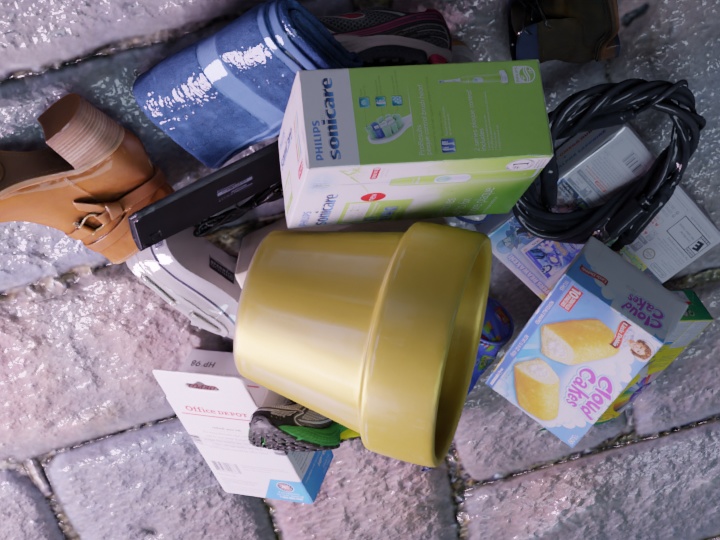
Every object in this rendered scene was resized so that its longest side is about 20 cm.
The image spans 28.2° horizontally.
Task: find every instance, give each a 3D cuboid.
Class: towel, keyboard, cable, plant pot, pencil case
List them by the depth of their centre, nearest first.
[{"bbox_3d":[-0.098,-0.156,1.208,0.199,0.049,0.111,-19,135,42],"label":"towel"},{"bbox_3d":[0.000,0.047,1.220,0.187,0.201,0.202,14,130,12],"label":"plant pot"},{"bbox_3d":[-0.117,-0.073,1.298,0.198,0.021,0.127,-27,163,-12],"label":"keyboard"},{"bbox_3d":[0.230,-0.108,1.336,0.162,0.051,0.201,23,123,-22],"label":"cable"},{"bbox_3d":[0.087,0.117,1.508,0.078,0.087,0.201,30,121,6],"label":"pencil case"}]

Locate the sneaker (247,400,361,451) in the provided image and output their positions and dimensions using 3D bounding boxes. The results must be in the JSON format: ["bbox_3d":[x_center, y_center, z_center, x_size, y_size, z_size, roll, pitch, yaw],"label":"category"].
[{"bbox_3d":[-0.045,0.129,1.400,0.077,0.086,0.199,-4,-177,31],"label":"sneaker"}]

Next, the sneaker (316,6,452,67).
[{"bbox_3d":[-0.019,-0.192,1.243,0.197,0.075,0.081,6,149,1],"label":"sneaker"}]

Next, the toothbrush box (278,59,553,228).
[{"bbox_3d":[0.040,-0.101,1.168,0.197,0.087,0.146,-3,164,-11],"label":"toothbrush box"}]

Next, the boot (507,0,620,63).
[{"bbox_3d":[0.169,-0.223,1.226,0.096,0.076,0.200,-13,161,8],"label":"boot"}]

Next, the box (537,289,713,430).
[{"bbox_3d":[0.273,0.101,1.534,0.116,0.049,0.201,1,137,-41],"label":"box"}]

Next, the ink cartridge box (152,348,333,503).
[{"bbox_3d":[-0.117,0.147,1.460,0.115,0.067,0.201,4,137,28],"label":"ink cartridge box"}]

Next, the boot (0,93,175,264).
[{"bbox_3d":[-0.272,-0.053,1.291,0.199,0.074,0.155,-31,133,15],"label":"boot"}]

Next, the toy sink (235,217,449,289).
[{"bbox_3d":[0.000,0.000,1.355,0.198,0.112,0.131,-24,110,10],"label":"toy sink"}]

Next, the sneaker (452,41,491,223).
[{"bbox_3d":[0.093,-0.108,1.326,0.074,0.089,0.201,-19,132,-1],"label":"sneaker"}]

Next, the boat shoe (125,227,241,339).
[{"bbox_3d":[-0.144,0.028,1.390,0.065,0.073,0.200,-27,136,27],"label":"boat shoe"}]

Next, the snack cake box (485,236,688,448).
[{"bbox_3d":[0.218,0.074,1.407,0.115,0.067,0.201,36,140,7],"label":"snack cake box"}]

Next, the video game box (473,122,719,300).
[{"bbox_3d":[0.240,-0.042,1.444,0.182,0.047,0.200,-39,126,14],"label":"video game box"}]
